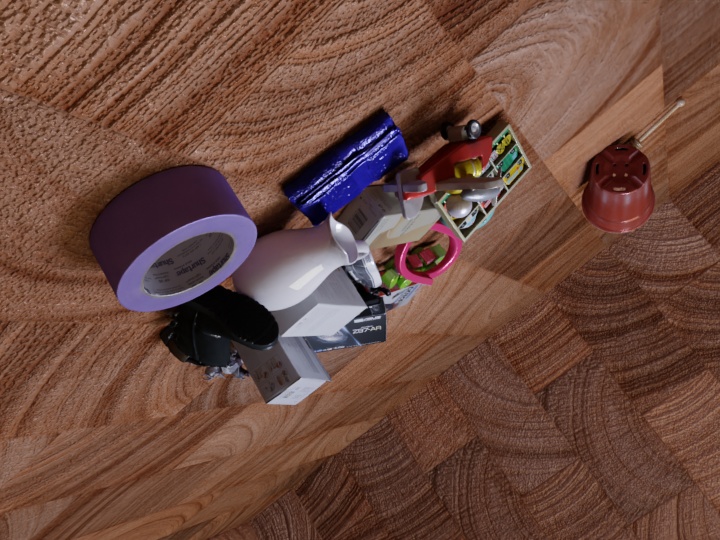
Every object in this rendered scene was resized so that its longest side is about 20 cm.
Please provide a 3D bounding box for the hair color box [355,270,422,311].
[{"bbox_3d":[0.056,0.052,1.700,0.199,0.064,0.111,-16,155,-41],"label":"hair color box"}]

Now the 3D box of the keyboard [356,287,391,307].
[{"bbox_3d":[0.004,0.058,1.512,0.126,0.021,0.200,-17,-171,-14],"label":"keyboard"}]

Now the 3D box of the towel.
[{"bbox_3d":[-0.015,-0.148,1.112,0.200,0.050,0.148,-36,161,3],"label":"towel"}]

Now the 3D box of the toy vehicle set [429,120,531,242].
[{"bbox_3d":[0.228,-0.166,1.338,0.200,0.026,0.124,-48,132,-4],"label":"toy vehicle set"}]

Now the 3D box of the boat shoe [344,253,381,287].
[{"bbox_3d":[0.000,0.000,1.466,0.067,0.072,0.200,-21,168,2],"label":"boat shoe"}]

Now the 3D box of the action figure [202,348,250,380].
[{"bbox_3d":[-0.241,0.178,1.495,0.199,0.070,0.130,-28,165,-11],"label":"action figure"}]

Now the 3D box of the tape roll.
[{"bbox_3d":[-0.242,-0.039,0.937,0.199,0.085,0.200,-31,162,-11],"label":"tape roll"}]

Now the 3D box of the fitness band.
[{"bbox_3d":[0.148,-0.042,1.570,0.199,0.037,0.144,14,107,-49],"label":"fitness band"}]

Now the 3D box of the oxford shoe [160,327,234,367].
[{"bbox_3d":[-0.279,0.143,1.318,0.073,0.085,0.200,-44,161,22],"label":"oxford shoe"}]

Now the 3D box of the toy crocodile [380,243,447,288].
[{"bbox_3d":[0.123,-0.013,1.646,0.199,0.068,0.062,-24,158,-30],"label":"toy crocodile"}]

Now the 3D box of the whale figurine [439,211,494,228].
[{"bbox_3d":[0.217,-0.155,1.404,0.158,0.104,0.200,-27,152,-19],"label":"whale figurine"}]

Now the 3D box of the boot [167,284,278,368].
[{"bbox_3d":[-0.224,0.103,1.154,0.073,0.197,0.163,-52,166,-41],"label":"boot"}]

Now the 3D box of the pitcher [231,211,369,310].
[{"bbox_3d":[-0.093,-0.010,1.162,0.199,0.122,0.171,-25,161,18],"label":"pitcher"}]

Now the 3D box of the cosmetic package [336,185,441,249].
[{"bbox_3d":[0.059,-0.101,1.317,0.199,0.071,0.105,-13,151,-47],"label":"cosmetic package"}]

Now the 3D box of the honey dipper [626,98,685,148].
[{"bbox_3d":[0.798,-0.390,1.938,0.200,0.038,0.038,-46,159,19],"label":"honey dipper"}]

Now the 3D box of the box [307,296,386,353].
[{"bbox_3d":[-0.041,0.126,1.606,0.199,0.044,0.160,-9,152,-4],"label":"box"}]

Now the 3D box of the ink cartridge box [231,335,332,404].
[{"bbox_3d":[-0.159,0.148,1.347,0.084,0.201,0.176,-36,160,8],"label":"ink cartridge box"}]

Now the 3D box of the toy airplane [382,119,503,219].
[{"bbox_3d":[0.138,-0.141,1.175,0.198,0.142,0.200,-22,-153,15],"label":"toy airplane"}]

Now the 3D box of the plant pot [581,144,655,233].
[{"bbox_3d":[0.707,-0.232,1.945,0.200,0.201,0.195,-35,153,2],"label":"plant pot"}]

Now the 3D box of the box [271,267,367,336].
[{"bbox_3d":[-0.094,0.045,1.329,0.097,0.125,0.200,-40,160,18],"label":"box"}]
